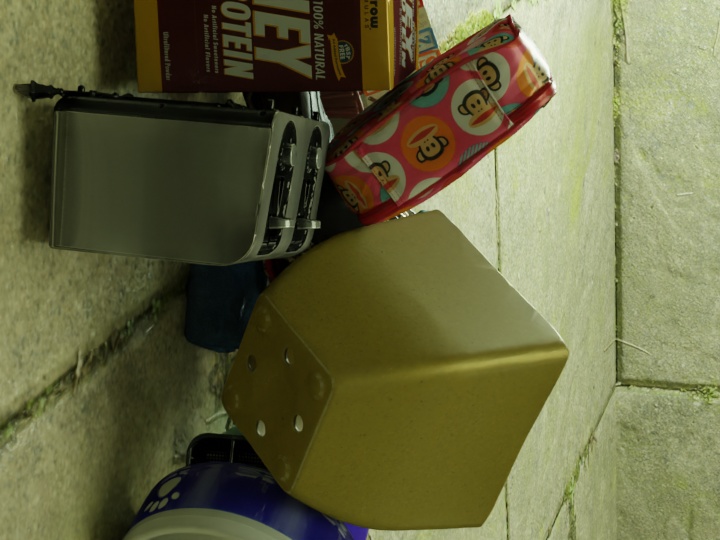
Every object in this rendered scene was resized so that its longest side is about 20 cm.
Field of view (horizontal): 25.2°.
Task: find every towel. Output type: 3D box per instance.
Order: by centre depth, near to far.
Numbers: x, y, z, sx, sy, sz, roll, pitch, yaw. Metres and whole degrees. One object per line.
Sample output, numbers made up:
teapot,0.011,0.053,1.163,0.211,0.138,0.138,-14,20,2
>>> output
towel,-0.113,-0.027,1.456,0.112,0.048,0.202,22,72,-69

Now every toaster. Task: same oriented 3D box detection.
toaster,-0.133,-0.070,1.201,0.181,0.198,0.120,-7,102,-79

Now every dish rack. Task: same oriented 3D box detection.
dish rack,-0.087,0.249,1.435,0.055,0.152,0.202,156,-60,-84

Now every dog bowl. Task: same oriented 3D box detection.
dog bowl,-0.100,0.254,1.307,0.079,0.198,0.201,-66,152,-50

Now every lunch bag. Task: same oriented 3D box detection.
lunch bag,0.063,-0.130,1.333,0.082,0.199,0.176,54,12,-12

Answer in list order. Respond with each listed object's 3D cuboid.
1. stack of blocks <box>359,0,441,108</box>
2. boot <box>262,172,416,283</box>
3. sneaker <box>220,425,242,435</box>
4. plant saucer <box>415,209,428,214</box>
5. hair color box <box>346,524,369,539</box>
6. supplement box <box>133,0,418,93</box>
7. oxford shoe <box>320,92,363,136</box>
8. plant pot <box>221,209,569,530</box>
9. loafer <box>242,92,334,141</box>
stack of blocks,0.028,-0.200,1.629,0.059,0.114,0.201,65,7,-57
boot,0.000,0.000,1.442,0.151,0.073,0.201,-54,129,-33
sneaker,-0.051,0.186,1.547,0.074,0.117,0.201,66,6,29
plant saucer,-0.004,0.012,1.584,0.019,0.199,0.070,46,16,-28
hair color box,-0.034,0.283,1.658,0.110,0.064,0.201,119,-11,-54
supplement box,-0.061,-0.219,1.297,0.197,0.198,0.134,-55,145,-75
oxford shoe,-0.037,-0.189,1.559,0.075,0.070,0.202,87,-4,-62
plant pot,0.007,0.088,1.291,0.199,0.194,0.197,-5,130,-38
loafer,-0.074,-0.168,1.450,0.202,0.072,0.072,68,18,1
